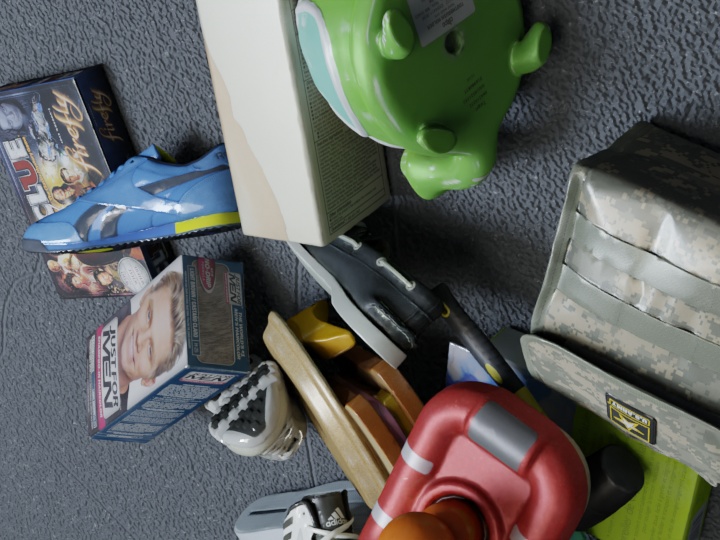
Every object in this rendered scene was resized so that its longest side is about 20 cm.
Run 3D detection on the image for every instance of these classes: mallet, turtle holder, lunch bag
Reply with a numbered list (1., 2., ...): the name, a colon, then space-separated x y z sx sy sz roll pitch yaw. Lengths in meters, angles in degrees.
1. mallet: 0.120 0.086 0.941 0.066 0.041 0.200 -38 83 42
2. turtle holder: 0.038 -0.142 0.875 0.132 0.141 0.185 18 167 47
3. lunch bag: 0.197 0.034 0.847 0.164 0.118 0.200 28 127 25

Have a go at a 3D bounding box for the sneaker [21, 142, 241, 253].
1. sneaker: -0.187 -0.057 1.109 0.200 0.066 0.079 -10 90 18

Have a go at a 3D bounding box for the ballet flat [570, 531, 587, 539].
1. ballet flat: 0.141 0.237 1.010 0.067 0.070 0.200 15 144 38

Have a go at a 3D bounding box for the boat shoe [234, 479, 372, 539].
1. boat shoe: -0.030 0.230 1.193 0.200 0.072 0.062 -11 125 50

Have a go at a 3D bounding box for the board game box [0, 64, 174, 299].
1. board game box: -0.247 -0.072 1.189 0.135 0.035 0.200 -4 113 39

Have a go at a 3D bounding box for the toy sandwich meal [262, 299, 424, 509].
1. toy sandwich meal: -0.003 0.102 1.057 0.205 0.070 0.205 56 173 11

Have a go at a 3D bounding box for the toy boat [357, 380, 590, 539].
1. toy boat: 0.056 0.178 0.899 0.130 0.131 0.200 34 112 25

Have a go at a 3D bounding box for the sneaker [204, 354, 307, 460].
1. sneaker: -0.075 0.120 1.102 0.081 0.075 0.200 46 178 -7

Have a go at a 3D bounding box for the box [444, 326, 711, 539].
1. box: 0.156 0.125 0.987 0.200 0.048 0.122 22 127 27

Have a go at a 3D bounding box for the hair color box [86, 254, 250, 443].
1. hair color box: -0.169 0.071 1.156 0.200 0.060 0.100 -35 54 48

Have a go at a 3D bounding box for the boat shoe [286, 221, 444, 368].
1. boat shoe: 0.000 0.000 0.994 0.076 0.060 0.200 46 -179 -40

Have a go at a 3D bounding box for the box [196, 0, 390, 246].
1. box: -0.046 -0.128 0.960 0.078 0.095 0.200 9 119 34

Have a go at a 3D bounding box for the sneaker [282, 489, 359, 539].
1. sneaker: -0.018 0.233 1.038 0.200 0.076 0.116 7 105 64
